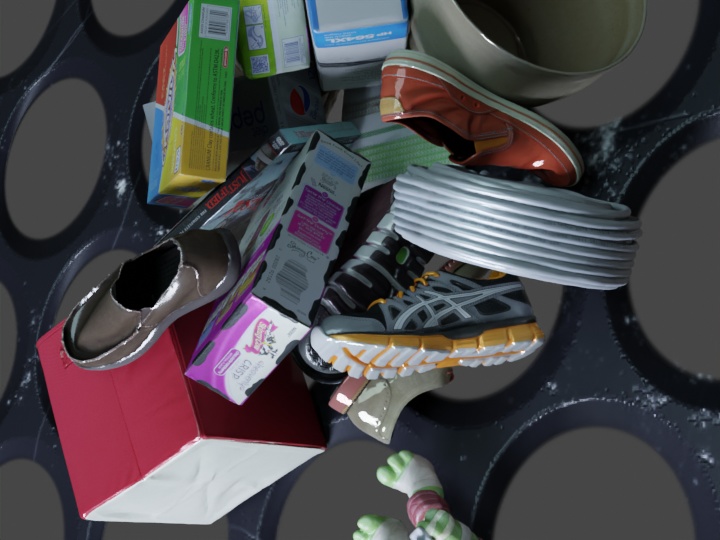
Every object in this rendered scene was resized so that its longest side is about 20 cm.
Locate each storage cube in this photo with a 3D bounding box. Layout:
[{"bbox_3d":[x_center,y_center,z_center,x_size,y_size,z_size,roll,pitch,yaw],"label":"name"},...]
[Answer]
[{"bbox_3d":[-0.167,0.116,1.400,0.170,0.199,0.181,-34,63,28],"label":"storage cube"}]

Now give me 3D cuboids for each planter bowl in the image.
[{"bbox_3d":[0.118,-0.216,1.265,0.135,0.198,0.203,134,133,-55],"label":"planter bowl"}]

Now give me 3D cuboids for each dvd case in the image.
[{"bbox_3d":[-0.102,-0.066,1.397,0.200,0.146,0.022,-42,80,24],"label":"dvd case"}]

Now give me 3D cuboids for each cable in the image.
[{"bbox_3d":[0.118,-0.036,1.186,0.199,0.199,0.070,19,98,45],"label":"cable"}]

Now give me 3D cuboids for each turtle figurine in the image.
[{"bbox_3d":[0.034,0.238,1.199,0.198,0.145,0.194,-19,32,-10],"label":"turtle figurine"}]

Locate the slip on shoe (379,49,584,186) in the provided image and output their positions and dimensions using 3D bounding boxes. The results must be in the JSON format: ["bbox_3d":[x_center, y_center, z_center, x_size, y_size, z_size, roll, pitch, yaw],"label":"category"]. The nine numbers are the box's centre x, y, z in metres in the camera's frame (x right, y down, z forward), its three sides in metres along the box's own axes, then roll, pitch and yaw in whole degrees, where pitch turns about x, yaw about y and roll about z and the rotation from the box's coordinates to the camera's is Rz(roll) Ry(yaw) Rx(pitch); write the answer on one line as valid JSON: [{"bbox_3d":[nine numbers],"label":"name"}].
[{"bbox_3d":[0.096,-0.109,1.223,0.074,0.199,0.062,-2,66,59],"label":"slip on shoe"}]

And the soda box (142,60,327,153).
[{"bbox_3d":[-0.122,-0.147,1.454,0.199,0.063,0.069,-6,99,47],"label":"soda box"}]

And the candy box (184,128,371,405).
[{"bbox_3d":[-0.068,-0.004,1.284,0.136,0.061,0.201,-47,18,46],"label":"candy box"}]

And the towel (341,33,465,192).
[{"bbox_3d":[0.042,-0.123,1.402,0.148,0.031,0.203,-8,70,38],"label":"towel"}]

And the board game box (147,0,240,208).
[{"bbox_3d":[-0.148,-0.142,1.329,0.200,0.040,0.155,162,113,-74],"label":"board game box"}]

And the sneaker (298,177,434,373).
[{"bbox_3d":[0.000,0.000,1.306,0.201,0.076,0.115,-52,25,-16],"label":"sneaker"}]

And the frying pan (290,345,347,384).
[{"bbox_3d":[-0.035,0.011,1.403,0.114,0.031,0.192,-30,70,36],"label":"frying pan"}]

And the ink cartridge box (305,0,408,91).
[{"bbox_3d":[-0.009,-0.251,1.316,0.083,0.200,0.148,-9,82,-2],"label":"ink cartridge box"}]

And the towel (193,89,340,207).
[{"bbox_3d":[-0.092,-0.140,1.518,0.132,0.034,0.202,23,93,44],"label":"towel"}]

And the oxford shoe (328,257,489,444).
[{"bbox_3d":[0.060,0.060,1.315,0.075,0.070,0.201,40,99,4],"label":"oxford shoe"}]

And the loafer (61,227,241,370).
[{"bbox_3d":[-0.190,0.018,1.273,0.199,0.071,0.074,-35,62,29],"label":"loafer"}]

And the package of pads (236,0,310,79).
[{"bbox_3d":[-0.099,-0.267,1.364,0.200,0.067,0.156,-130,31,-68],"label":"package of pads"}]

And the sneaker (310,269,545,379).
[{"bbox_3d":[0.051,0.040,1.237,0.078,0.198,0.078,137,126,-61],"label":"sneaker"}]

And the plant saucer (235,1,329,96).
[{"bbox_3d":[-0.057,-0.250,1.493,0.198,0.029,0.202,-18,55,28],"label":"plant saucer"}]
